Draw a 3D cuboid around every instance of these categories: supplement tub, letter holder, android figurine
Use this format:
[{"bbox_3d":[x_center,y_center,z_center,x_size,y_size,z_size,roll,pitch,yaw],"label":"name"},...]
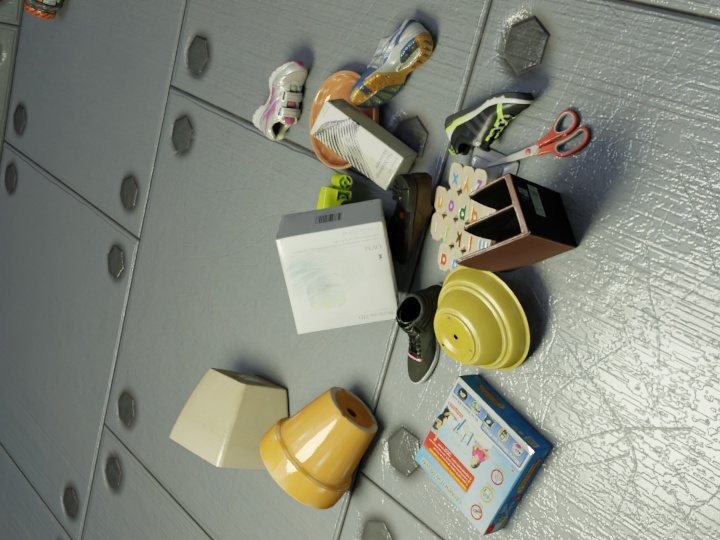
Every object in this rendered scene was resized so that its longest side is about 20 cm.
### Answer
[{"bbox_3d":[-0.958,-0.884,2.778,0.123,0.122,0.201,48,122,35],"label":"supplement tub"},{"bbox_3d":[0.235,-0.067,1.455,0.142,0.199,0.101,-24,73,30],"label":"letter holder"},{"bbox_3d":[-0.053,-0.106,1.842,0.200,0.041,0.184,-154,70,-73],"label":"android figurine"}]

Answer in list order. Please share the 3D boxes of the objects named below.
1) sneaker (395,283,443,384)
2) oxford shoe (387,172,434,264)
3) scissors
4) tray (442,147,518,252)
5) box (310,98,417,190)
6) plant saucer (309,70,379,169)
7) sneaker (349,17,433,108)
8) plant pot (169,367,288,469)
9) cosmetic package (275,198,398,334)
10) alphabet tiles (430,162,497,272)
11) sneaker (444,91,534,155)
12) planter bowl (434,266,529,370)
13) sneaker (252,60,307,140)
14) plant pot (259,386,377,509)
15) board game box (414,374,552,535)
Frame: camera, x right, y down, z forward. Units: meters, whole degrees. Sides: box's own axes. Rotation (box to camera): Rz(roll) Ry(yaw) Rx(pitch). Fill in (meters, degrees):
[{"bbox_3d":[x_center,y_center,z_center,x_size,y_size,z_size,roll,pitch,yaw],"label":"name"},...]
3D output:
[{"bbox_3d":[0.100,0.121,1.690,0.071,0.099,0.201,27,111,41],"label":"sneaker"},{"bbox_3d":[0.103,-0.095,1.707,0.073,0.084,0.201,50,144,38],"label":"oxford shoe"},{"bbox_3d":[0.295,-0.198,1.528,0.199,0.014,0.074,-32,68,33],"label":"scissors"},{"bbox_3d":[0.209,-0.118,1.629,0.107,0.022,0.201,34,114,42],"label":"tray"},{"bbox_3d":[0.006,-0.247,1.763,0.200,0.068,0.082,37,117,17],"label":"box"},{"bbox_3d":[-0.029,-0.308,1.867,0.199,0.037,0.202,1,91,46],"label":"plant saucer"},{"bbox_3d":[0.054,-0.399,1.754,0.200,0.075,0.088,-39,50,20],"label":"sneaker"},{"bbox_3d":[-0.276,0.325,2.029,0.199,0.199,0.178,16,91,45],"label":"plant pot"},{"bbox_3d":[-0.039,-0.006,1.705,0.123,0.198,0.201,-90,-11,-64],"label":"cosmetic package"},{"bbox_3d":[0.183,-0.087,1.602,0.200,0.014,0.197,28,114,61],"label":"alphabet tiles"},{"bbox_3d":[0.228,-0.250,1.581,0.199,0.071,0.083,-17,82,52],"label":"sneaker"},{"bbox_3d":[0.187,0.099,1.557,0.200,0.083,0.202,33,137,37],"label":"planter bowl"},{"bbox_3d":[-0.161,-0.365,1.983,0.088,0.081,0.201,56,135,28],"label":"sneaker"},{"bbox_3d":[-0.070,0.340,1.819,0.184,0.200,0.200,-50,55,16],"label":"plant pot"},{"bbox_3d":[0.212,0.323,1.604,0.200,0.056,0.197,45,121,37],"label":"board game box"}]
